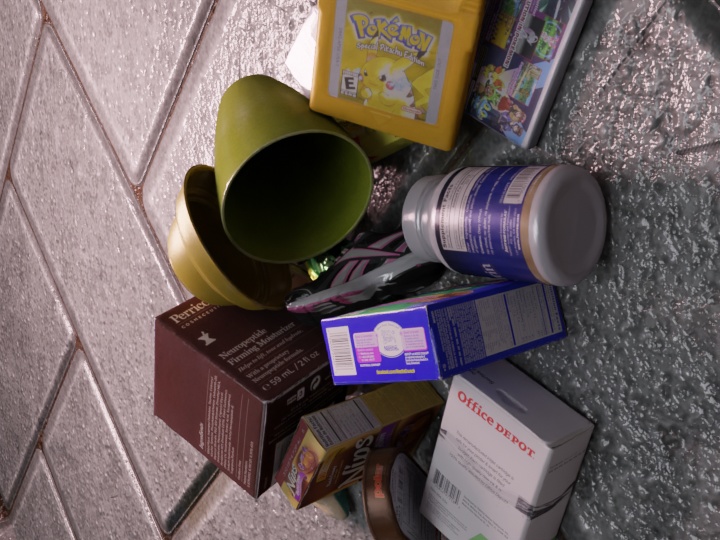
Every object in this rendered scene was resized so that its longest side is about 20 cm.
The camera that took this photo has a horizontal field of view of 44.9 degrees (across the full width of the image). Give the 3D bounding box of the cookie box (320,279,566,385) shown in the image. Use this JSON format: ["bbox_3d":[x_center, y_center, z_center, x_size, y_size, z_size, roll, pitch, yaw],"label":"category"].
[{"bbox_3d":[0.088,0.061,0.922,0.170,0.198,0.077,-11,90,50],"label":"cookie box"}]

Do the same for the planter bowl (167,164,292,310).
[{"bbox_3d":[-0.175,-0.022,1.061,0.083,0.200,0.203,-30,74,19],"label":"planter bowl"}]

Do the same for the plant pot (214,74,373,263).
[{"bbox_3d":[-0.104,-0.145,1.062,0.201,0.184,0.189,61,140,42],"label":"plant pot"}]

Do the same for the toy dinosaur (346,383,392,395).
[{"bbox_3d":[-0.032,0.112,1.135,0.197,0.058,0.103,18,111,19],"label":"toy dinosaur"}]

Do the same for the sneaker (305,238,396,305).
[{"bbox_3d":[-0.007,0.010,1.122,0.200,0.073,0.085,44,134,35],"label":"sneaker"}]

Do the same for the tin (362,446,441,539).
[{"bbox_3d":[0.055,0.286,1.046,0.041,0.201,0.114,-7,55,22],"label":"tin"}]

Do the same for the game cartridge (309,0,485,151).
[{"bbox_3d":[0.035,-0.239,0.911,0.174,0.033,0.202,18,131,12],"label":"game cartridge"}]

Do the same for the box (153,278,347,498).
[{"bbox_3d":[-0.138,0.138,1.101,0.199,0.165,0.166,31,130,27],"label":"box"}]

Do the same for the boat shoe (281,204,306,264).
[{"bbox_3d":[-0.099,-0.096,1.179,0.066,0.071,0.203,-60,37,41],"label":"boat shoe"}]

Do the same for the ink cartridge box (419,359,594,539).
[{"bbox_3d":[0.157,0.222,0.971,0.145,0.083,0.203,36,126,39],"label":"ink cartridge box"}]

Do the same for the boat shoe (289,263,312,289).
[{"bbox_3d":[-0.127,-0.032,1.199,0.074,0.198,0.069,-29,38,52],"label":"boat shoe"}]

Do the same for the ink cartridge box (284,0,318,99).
[{"bbox_3d":[0.009,-0.292,0.992,0.068,0.115,0.201,58,135,22],"label":"ink cartridge box"}]

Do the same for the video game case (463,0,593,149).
[{"bbox_3d":[0.143,-0.257,0.901,0.182,0.023,0.202,39,126,31],"label":"video game case"}]

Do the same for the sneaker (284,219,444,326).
[{"bbox_3d":[0.000,0.000,1.061,0.081,0.197,0.087,70,180,-62],"label":"sneaker"}]

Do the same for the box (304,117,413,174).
[{"bbox_3d":[0.008,-0.173,1.074,0.199,0.050,0.077,-17,86,51],"label":"box"}]

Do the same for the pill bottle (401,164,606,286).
[{"bbox_3d":[0.141,-0.050,0.896,0.198,0.115,0.118,8,106,50],"label":"pill bottle"}]

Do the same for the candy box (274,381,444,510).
[{"bbox_3d":[0.000,0.207,1.065,0.057,0.198,0.118,49,133,30],"label":"candy box"}]

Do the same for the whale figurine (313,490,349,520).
[{"bbox_3d":[-0.059,0.262,1.252,0.158,0.103,0.202,13,133,51],"label":"whale figurine"}]
